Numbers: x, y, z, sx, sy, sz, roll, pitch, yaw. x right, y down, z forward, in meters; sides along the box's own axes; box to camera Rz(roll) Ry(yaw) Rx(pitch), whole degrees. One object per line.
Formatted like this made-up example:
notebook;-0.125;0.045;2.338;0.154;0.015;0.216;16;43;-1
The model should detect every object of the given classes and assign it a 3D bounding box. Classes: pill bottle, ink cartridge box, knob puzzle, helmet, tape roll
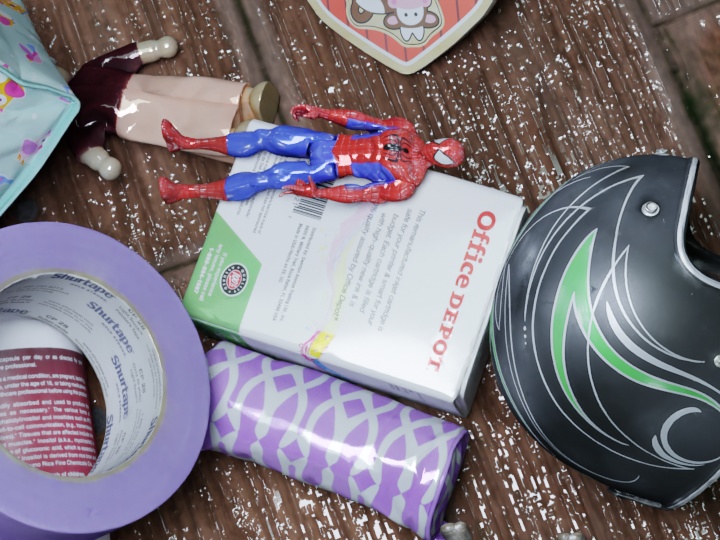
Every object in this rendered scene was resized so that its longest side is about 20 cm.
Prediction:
pill bottle;-0.238;0.103;1.246;0.113;0.113;0.200;-12;76;6
ink cartridge box;0.000;0.000;1.245;0.200;0.084;0.145;17;79;13
knob puzzle;0.020;-0.234;1.276;0.220;0.030;0.220;9;110;27
helmet;0.175;0.032;1.157;0.191;0.200;0.200;42;87;4
tape roll;-0.201;0.076;1.157;0.200;0.085;0.200;13;64;-30

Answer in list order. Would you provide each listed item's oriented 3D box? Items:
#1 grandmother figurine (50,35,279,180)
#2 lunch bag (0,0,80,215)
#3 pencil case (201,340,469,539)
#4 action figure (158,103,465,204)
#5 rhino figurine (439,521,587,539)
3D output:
grandmother figurine;-0.167;-0.115;1.317;0.200;0.061;0.121;12;52;15
lunch bag;-0.303;-0.093;1.260;0.200;0.122;0.170;-53;38;16
pencil case;-0.027;0.115;1.228;0.200;0.084;0.086;19;116;15
action figure;-0.031;-0.074;1.203;0.200;0.052;0.065;-1;69;5
rhino figurine;0.056;0.208;1.160;0.200;0.060;0.087;6;55;-20
